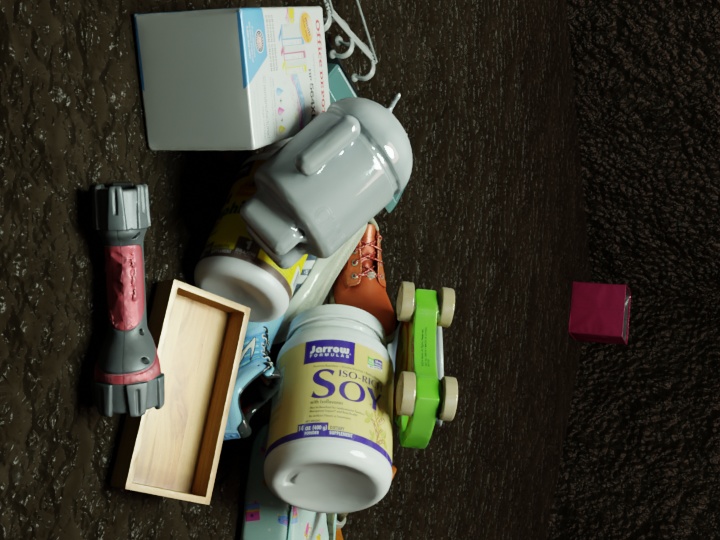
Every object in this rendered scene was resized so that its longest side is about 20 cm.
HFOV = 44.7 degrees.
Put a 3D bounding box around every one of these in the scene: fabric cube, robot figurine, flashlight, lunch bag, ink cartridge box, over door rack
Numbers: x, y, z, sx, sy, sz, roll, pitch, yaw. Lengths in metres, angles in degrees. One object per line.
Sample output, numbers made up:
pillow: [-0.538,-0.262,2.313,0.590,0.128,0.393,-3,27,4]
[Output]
fabric cube: [0.899,0.160,3.279,0.196,0.196,0.204,29,67,-64]
robot figurine: [-0.027,-0.093,0.878,0.200,0.113,0.170,-43,168,-11]
flashlight: [-0.212,0.025,0.785,0.068,0.067,0.204,-13,106,-54]
lunch bag: [-0.084,0.298,1.112,0.160,0.076,0.204,24,71,-67]
ink cartridge box: [-0.118,-0.203,0.902,0.200,0.123,0.131,-35,125,-61]
over door rack: [-0.038,-0.367,1.154,0.147,0.065,0.204,31,52,-61]

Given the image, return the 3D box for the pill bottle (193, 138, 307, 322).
pill bottle: [-0.103,-0.052,0.977,0.110,0.107,0.202,64,36,-49]

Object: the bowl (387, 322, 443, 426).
bowl: [0.089,0.155,1.452,0.201,0.088,0.205,-1,90,-89]

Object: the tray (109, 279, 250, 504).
tray: [-0.178,0.122,0.876,0.098,0.037,0.204,24,70,-41]

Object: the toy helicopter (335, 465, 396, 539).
toy helicopter: [-0.014,0.317,1.257,0.134,0.078,0.200,-61,177,-6]

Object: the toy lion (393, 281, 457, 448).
toy lion: [0.065,0.125,1.051,0.193,0.067,0.202,101,-6,-49]

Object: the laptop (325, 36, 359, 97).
laptop: [-0.072,-0.183,1.161,0.187,0.115,0.202,-46,162,-56]

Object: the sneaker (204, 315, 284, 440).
sneaker: [-0.120,0.112,0.984,0.079,0.088,0.202,69,32,-44]

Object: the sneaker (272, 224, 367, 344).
sneaker: [-0.076,-0.007,1.097,0.202,0.084,0.075,-56,162,-1]

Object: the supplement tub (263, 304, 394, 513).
supplement tub: [-0.032,0.157,1.006,0.146,0.143,0.203,65,21,-48]

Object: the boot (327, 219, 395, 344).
boot: [0.000,0.000,1.129,0.074,0.202,0.108,-1,136,-33]

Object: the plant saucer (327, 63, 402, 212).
plant saucer: [0.003,-0.176,1.151,0.202,0.019,0.070,59,33,-21]

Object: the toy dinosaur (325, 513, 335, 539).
toy dinosaur: [-0.017,0.248,1.112,0.088,0.047,0.204,22,64,-48]
